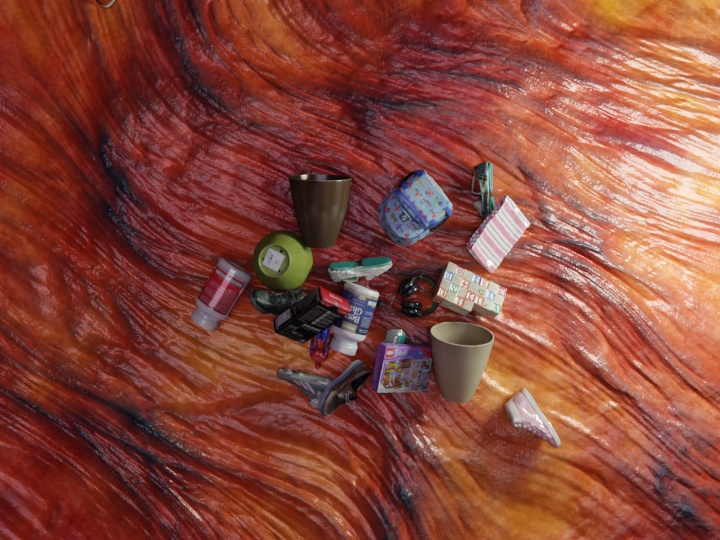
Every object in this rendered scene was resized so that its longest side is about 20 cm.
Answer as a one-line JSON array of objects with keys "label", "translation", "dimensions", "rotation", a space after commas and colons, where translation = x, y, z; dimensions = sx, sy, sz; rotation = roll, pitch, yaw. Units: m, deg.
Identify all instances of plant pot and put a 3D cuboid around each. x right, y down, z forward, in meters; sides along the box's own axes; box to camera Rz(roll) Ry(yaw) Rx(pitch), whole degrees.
[{"label": "plant pot", "translation": [-0.119, -0.174, 1.678], "dimensions": [0.183, 0.187, 0.204], "rotation": [1, 105, -1]}, {"label": "plant pot", "translation": [-0.239, -0.027, 1.653], "dimensions": [0.184, 0.200, 0.191], "rotation": [0, 91, 0]}, {"label": "plant pot", "translation": [0.294, 0.281, 1.687], "dimensions": [0.184, 0.188, 0.204], "rotation": [2, 105, -1]}]

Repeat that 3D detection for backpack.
[{"label": "backpack", "translation": [0.153, -0.179, 1.690], "dimensions": [0.199, 0.135, 0.184], "rotation": [-36, 90, 3]}]

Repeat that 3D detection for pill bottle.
[{"label": "pill bottle", "translation": [-0.024, 0.146, 1.701], "dimensions": [0.109, 0.111, 0.203], "rotation": [18, 91, -1]}, {"label": "pill bottle", "translation": [-0.420, 0.073, 1.696], "dimensions": [0.111, 0.112, 0.202], "rotation": [32, 90, -1]}]

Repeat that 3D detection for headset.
[{"label": "headset", "translation": [0.144, 0.086, 1.735], "dimensions": [0.197, 0.094, 0.126], "rotation": [-11, 87, -16]}]

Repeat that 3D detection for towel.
[{"label": "towel", "translation": [0.419, -0.106, 1.710], "dimensions": [0.146, 0.030, 0.201], "rotation": [38, 90, -34]}]

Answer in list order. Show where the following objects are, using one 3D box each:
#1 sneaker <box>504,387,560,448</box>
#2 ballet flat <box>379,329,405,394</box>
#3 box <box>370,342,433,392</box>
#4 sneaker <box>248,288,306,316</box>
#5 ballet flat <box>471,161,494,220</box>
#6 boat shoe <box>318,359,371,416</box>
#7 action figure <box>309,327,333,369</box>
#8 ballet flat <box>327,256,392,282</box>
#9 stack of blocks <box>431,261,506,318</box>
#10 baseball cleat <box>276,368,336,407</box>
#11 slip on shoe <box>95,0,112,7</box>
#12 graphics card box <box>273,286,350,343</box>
[{"label": "sneaker", "translation": [0.515, 0.470, 1.729], "dimensions": [0.104, 0.075, 0.202], "rotation": [-33, 83, -4]}, {"label": "ballet flat", "translation": [0.082, 0.273, 1.728], "dimensions": [0.071, 0.072, 0.203], "rotation": [19, 89, -1]}, {"label": "box", "translation": [0.128, 0.290, 1.686], "dimensions": [0.198, 0.039, 0.139], "rotation": [9, 95, -37]}, {"label": "sneaker", "translation": [-0.229, 0.085, 1.655], "dimensions": [0.114, 0.198, 0.077], "rotation": [-33, 52, 25]}, {"label": "ballet flat", "translation": [0.374, -0.227, 1.730], "dimensions": [0.073, 0.074, 0.204], "rotation": [-4, 92, -1]}, {"label": "boat shoe", "translation": [-0.044, 0.356, 1.691], "dimensions": [0.201, 0.072, 0.073], "rotation": [-50, 135, -17]}, {"label": "action figure", "translation": [-0.118, 0.204, 1.734], "dimensions": [0.064, 0.052, 0.204], "rotation": [10, 96, 5]}, {"label": "ballet flat", "translation": [0.000, 0.000, 1.732], "dimensions": [0.196, 0.072, 0.073], "rotation": [-5, 91, 2]}, {"label": "stack of blocks", "translation": [0.328, 0.073, 1.711], "dimensions": [0.197, 0.059, 0.117], "rotation": [24, 71, -2]}, {"label": "baseball cleat", "translation": [-0.164, 0.359, 1.724], "dimensions": [0.196, 0.070, 0.108], "rotation": [11, 90, 0]}, {"label": "slip on shoe", "translation": [-0.740, -0.891, 1.705], "dimensions": [0.073, 0.061, 0.202], "rotation": [31, 89, 1]}, {"label": "graphics card box", "translation": [-0.142, 0.132, 1.641], "dimensions": [0.199, 0.125, 0.051], "rotation": [-37, 50, 24]}]
